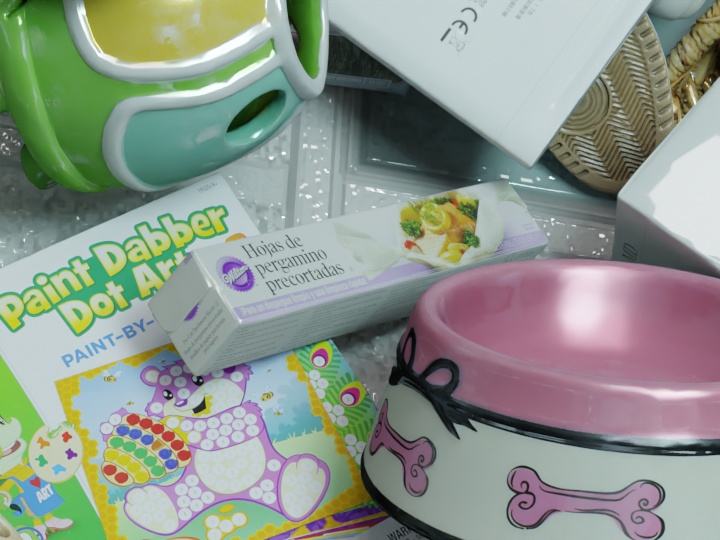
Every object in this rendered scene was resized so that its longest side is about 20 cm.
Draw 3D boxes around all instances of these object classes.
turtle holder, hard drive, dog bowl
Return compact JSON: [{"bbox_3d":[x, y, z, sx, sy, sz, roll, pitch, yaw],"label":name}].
[{"bbox_3d":[-0.089,-0.115,0.966,0.131,0.186,0.141,-3,48,13],"label":"turtle holder"},{"bbox_3d":[0.033,-0.156,1.046,0.200,0.027,0.132,36,91,5],"label":"hard drive"},{"bbox_3d":[0.101,0.052,0.930,0.199,0.074,0.200,3,15,-1],"label":"dog bowl"}]

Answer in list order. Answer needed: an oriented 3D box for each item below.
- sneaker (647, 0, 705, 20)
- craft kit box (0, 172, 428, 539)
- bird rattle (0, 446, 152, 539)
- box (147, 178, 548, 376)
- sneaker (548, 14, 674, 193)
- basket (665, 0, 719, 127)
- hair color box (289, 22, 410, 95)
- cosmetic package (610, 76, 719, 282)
[{"bbox_3d":[0.188,-0.184,1.169,0.084,0.073,0.200,26,43,-6],"label":"sneaker"},{"bbox_3d":[-0.092,0.080,0.973,0.200,0.049,0.198,-26,68,-27],"label":"craft kit box"},{"bbox_3d":[-0.152,0.130,0.873,0.200,0.163,0.113,41,22,7],"label":"bird rattle"},{"bbox_3d":[0.000,0.000,1.005,0.200,0.041,0.039,-15,64,-45],"label":"box"},{"bbox_3d":[0.093,-0.138,1.131,0.070,0.109,0.200,-25,102,13],"label":"sneaker"},{"bbox_3d":[0.261,-0.078,1.103,0.149,0.143,0.200,-30,73,-29],"label":"basket"},{"bbox_3d":[-0.021,-0.187,1.134,0.099,0.061,0.201,6,59,-12],"label":"hair color box"},{"bbox_3d":[0.209,0.017,1.031,0.200,0.113,0.081,36,75,18],"label":"cosmetic package"}]
